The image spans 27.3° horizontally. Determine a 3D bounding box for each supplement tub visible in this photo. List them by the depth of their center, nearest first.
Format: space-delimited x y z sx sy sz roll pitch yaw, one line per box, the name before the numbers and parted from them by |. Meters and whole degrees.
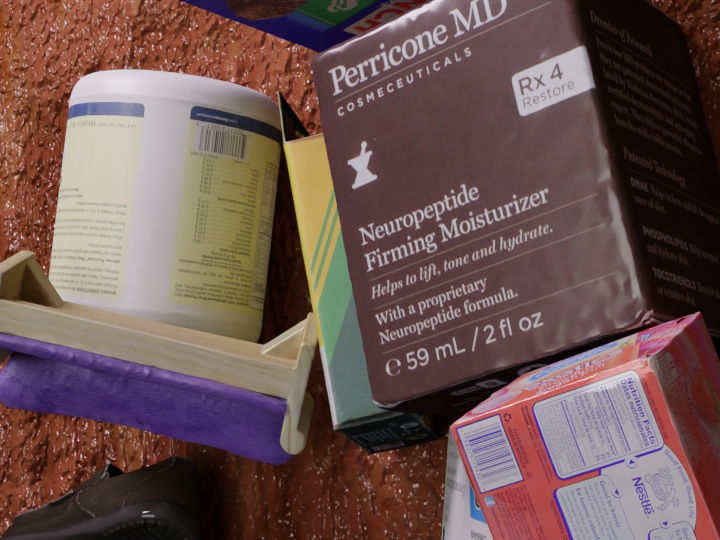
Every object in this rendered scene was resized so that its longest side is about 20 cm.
supplement tub | -0.130 -0.019 0.977 0.143 0.144 0.203 4 86 35

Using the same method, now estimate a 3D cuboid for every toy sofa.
toy sofa | -0.123 0.060 0.865 0.197 0.083 0.099 13 99 -1

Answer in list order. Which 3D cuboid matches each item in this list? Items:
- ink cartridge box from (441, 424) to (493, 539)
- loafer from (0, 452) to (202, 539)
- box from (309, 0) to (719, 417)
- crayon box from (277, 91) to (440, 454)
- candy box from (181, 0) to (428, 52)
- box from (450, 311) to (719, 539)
ink cartridge box | 0.090 0.188 0.787 0.083 0.146 0.203 6 84 -7
loafer | -0.176 0.177 1.038 0.198 0.073 0.072 -17 38 36
box | 0.095 -0.036 0.809 0.164 0.163 0.203 -21 72 30
crayon box | 0.000 0.000 0.891 0.050 0.127 0.203 -13 75 7
candy box | -0.002 -0.206 0.880 0.168 0.199 0.078 -25 71 30
box | 0.133 0.134 0.655 0.102 0.094 0.202 -23 89 29
